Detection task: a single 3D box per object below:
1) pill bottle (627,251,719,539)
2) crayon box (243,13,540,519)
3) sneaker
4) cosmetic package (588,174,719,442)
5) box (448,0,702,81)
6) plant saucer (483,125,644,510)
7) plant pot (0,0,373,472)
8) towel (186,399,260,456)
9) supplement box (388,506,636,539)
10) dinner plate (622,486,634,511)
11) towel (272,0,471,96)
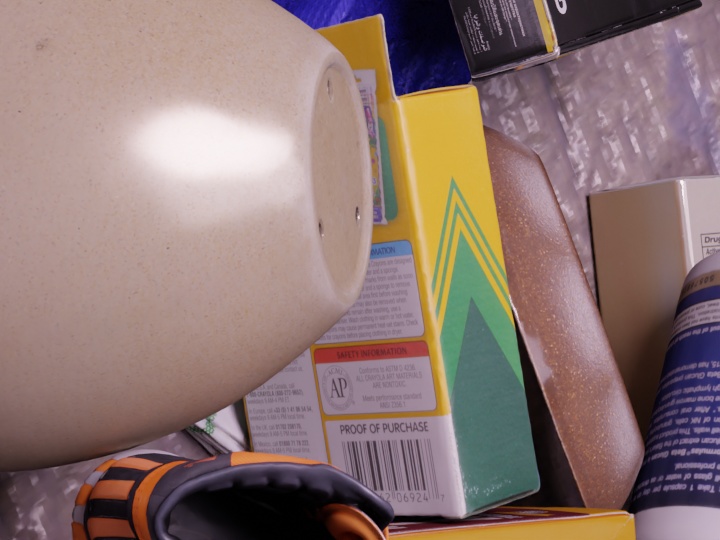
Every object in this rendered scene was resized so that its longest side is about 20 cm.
[{"bbox_3d":[0.181,0.100,1.033,0.111,0.111,0.201,33,62,-32],"label":"pill bottle"},{"bbox_3d":[0.000,0.000,0.947,0.051,0.125,0.202,-12,94,-43],"label":"crayon box"},{"bbox_3d":[-0.001,0.122,0.802,0.199,0.112,0.078,24,74,-25],"label":"sneaker"},{"bbox_3d":[0.184,0.053,1.164,0.105,0.071,0.202,-3,87,-38],"label":"cosmetic package"},{"bbox_3d":[0.076,-0.196,0.995,0.159,0.049,0.201,-24,99,-58],"label":"box"},{"bbox_3d":[0.088,0.020,1.024,0.036,0.200,0.202,-20,101,3],"label":"plant saucer"},{"bbox_3d":[-0.070,-0.030,0.823,0.200,0.133,0.202,-3,90,-77],"label":"plant pot"},{"bbox_3d":[-0.042,0.009,1.007,0.200,0.031,0.150,43,61,-28],"label":"towel"},{"bbox_3d":[0.004,0.205,0.938,0.196,0.133,0.202,-2,86,-30],"label":"supplement box"},{"bbox_3d":[0.172,0.194,1.096,0.198,0.024,0.202,0,94,-3],"label":"dinner plate"},{"bbox_3d":[-0.001,-0.140,0.988,0.200,0.049,0.148,28,97,-49],"label":"towel"}]
